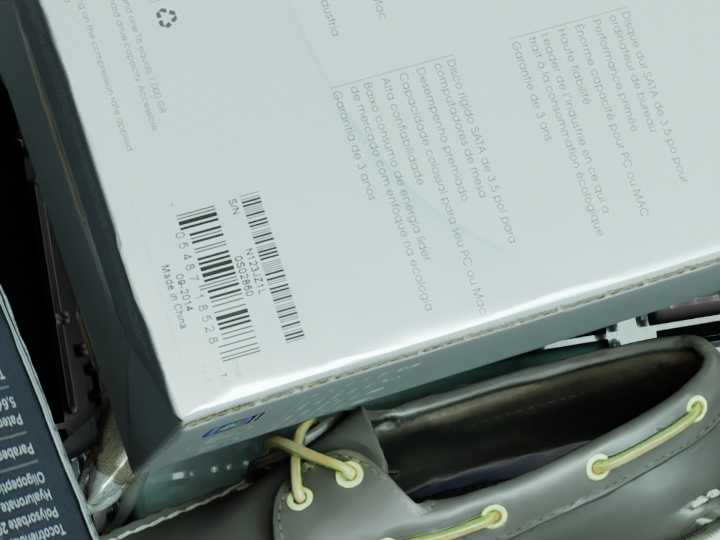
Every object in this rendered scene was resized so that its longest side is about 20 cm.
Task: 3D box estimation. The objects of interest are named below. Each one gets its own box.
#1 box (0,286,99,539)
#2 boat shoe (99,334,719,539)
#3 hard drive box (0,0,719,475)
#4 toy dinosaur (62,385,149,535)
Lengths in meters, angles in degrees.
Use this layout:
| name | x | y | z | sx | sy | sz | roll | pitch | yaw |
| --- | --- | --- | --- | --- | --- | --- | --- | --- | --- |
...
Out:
| name | x | y | z | sx | sy | sz | roll | pitch | yaw |
| --- | --- | --- | --- | --- | --- | --- | --- | --- | --- |
| box | -0.161 | 0.115 | 0.696 | 0.199 | 0.124 | 0.198 | -26 | 85 | 30 |
| boat shoe | 0.007 | 0.063 | 0.792 | 0.200 | 0.072 | 0.061 | -12 | 115 | -10 |
| hard drive box | 0.016 | -0.054 | 0.739 | 0.199 | 0.077 | 0.157 | -16 | 81 | -16 |
| toy dinosaur | 0.000 | 0.000 | 0.818 | 0.199 | 0.102 | 0.077 | -21 | 83 | -20 |
